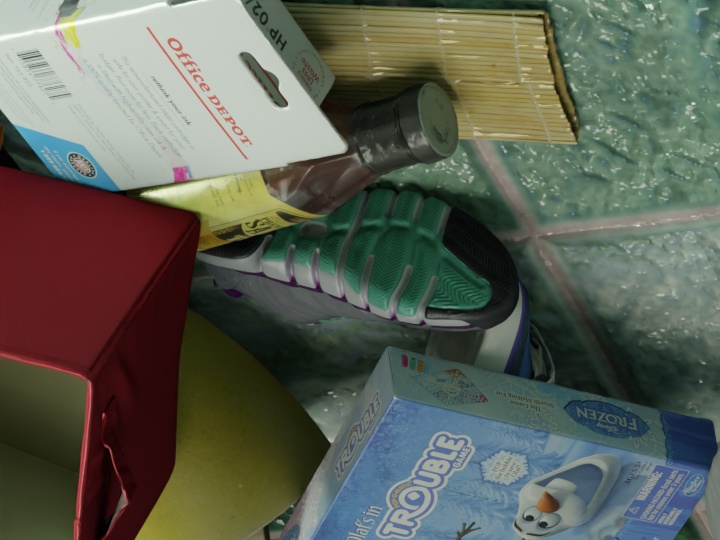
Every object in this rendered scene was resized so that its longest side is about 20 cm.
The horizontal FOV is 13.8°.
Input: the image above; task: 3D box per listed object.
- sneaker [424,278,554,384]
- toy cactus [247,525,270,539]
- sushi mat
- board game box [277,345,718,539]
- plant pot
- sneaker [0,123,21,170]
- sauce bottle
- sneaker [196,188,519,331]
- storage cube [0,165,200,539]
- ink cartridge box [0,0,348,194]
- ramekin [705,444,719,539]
[{"bbox_3d":[0.111,0.083,1.719,0.146,0.081,0.201,5,129,-15],"label":"sneaker"},{"bbox_3d":[-0.141,0.175,1.926,0.164,0.103,0.200,-9,136,4],"label":"toy cactus"},{"bbox_3d":[0.011,-0.104,1.562,0.199,0.012,0.096,4,142,19],"label":"sushi mat"},{"bbox_3d":[0.070,0.142,1.685,0.198,0.043,0.200,14,132,-17],"label":"board game box"},{"bbox_3d":[-0.136,0.093,1.746,0.200,0.200,0.142,-20,104,39],"label":"plant pot"},{"bbox_3d":[-0.235,-0.091,1.632,0.077,0.078,0.200,-18,132,25],"label":"sneaker"},{"bbox_3d":[-0.042,-0.054,1.580,0.199,0.066,0.066,-14,132,32],"label":"sauce bottle"},{"bbox_3d":[0.000,0.000,1.662,0.199,0.075,0.088,16,155,21],"label":"sneaker"},{"bbox_3d":[-0.195,0.063,1.557,0.199,0.180,0.172,13,121,9],"label":"storage cube"},{"bbox_3d":[-0.096,-0.109,1.532,0.199,0.068,0.115,-6,133,40],"label":"ink cartridge box"},{"bbox_3d":[0.279,0.125,1.617,0.201,0.094,0.203,-11,135,-11],"label":"ramekin"}]
